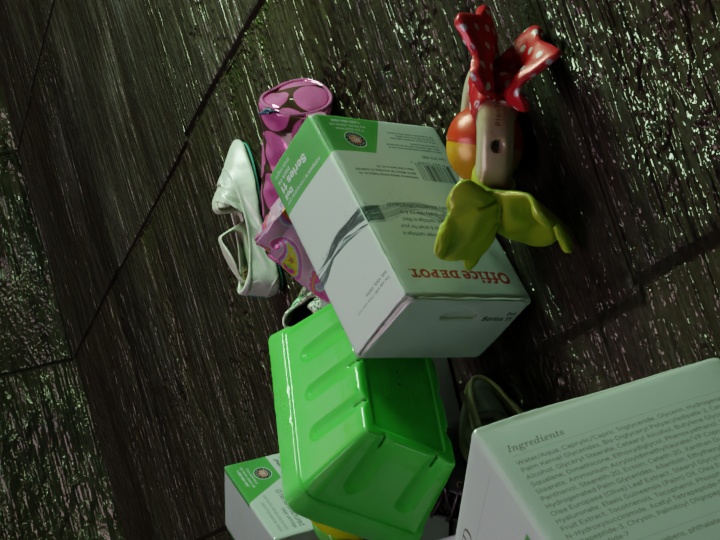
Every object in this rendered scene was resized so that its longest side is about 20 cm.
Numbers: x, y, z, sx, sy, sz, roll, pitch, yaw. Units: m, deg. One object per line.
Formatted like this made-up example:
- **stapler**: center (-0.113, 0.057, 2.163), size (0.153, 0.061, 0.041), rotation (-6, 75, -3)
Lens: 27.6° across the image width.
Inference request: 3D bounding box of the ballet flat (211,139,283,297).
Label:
- **ballet flat**: center (-0.149, -0.062, 1.822), size (0.069, 0.069, 0.202), rotation (159, 97, -68)

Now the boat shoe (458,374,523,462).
- **boat shoe**: center (0.138, 0.163, 1.237), size (0.201, 0.073, 0.064), rotation (-124, 23, -56)

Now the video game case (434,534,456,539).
- **video game case**: center (0.104, 0.304, 1.159), size (0.181, 0.023, 0.202), rotation (-23, 62, 35)

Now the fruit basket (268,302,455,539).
- **fruit basket**: center (-0.015, 0.155, 1.258), size (0.215, 0.155, 0.217), rotation (-41, 36, 40)

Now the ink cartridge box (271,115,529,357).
- **ink cartridge box**: center (0.032, -0.027, 1.240), size (0.083, 0.146, 0.201), rotation (-52, 51, 35)

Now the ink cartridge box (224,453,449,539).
- **ink cartridge box**: center (-0.024, 0.248, 1.517), size (0.147, 0.198, 0.084), rotation (42, 137, 54)

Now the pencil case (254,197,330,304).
- **pencil case**: center (0.000, 0.000, 1.343), size (0.199, 0.088, 0.087), rotation (37, 158, -7)

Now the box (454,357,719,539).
- **box**: center (0.183, 0.201, 0.968), size (0.172, 0.198, 0.200), rotation (-123, 28, -43)

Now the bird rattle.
- **bird rattle**: center (0.095, -0.104, 1.153), size (0.163, 0.111, 0.202), rotation (-139, 40, -81)

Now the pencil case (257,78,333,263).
- **pencil case**: center (-0.066, -0.098, 1.573), size (0.093, 0.090, 0.202), rotation (33, 137, 41)

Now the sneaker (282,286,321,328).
- **sneaker**: center (-0.051, 0.039, 1.606), size (0.200, 0.088, 0.078), rotation (156, 99, -69)

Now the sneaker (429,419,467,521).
- **sneaker**: center (0.103, 0.211, 1.300), size (0.200, 0.105, 0.075), rotation (-134, 36, -52)

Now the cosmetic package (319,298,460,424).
- **cosmetic package**: center (0.031, 0.095, 1.441), size (0.107, 0.089, 0.202), rotation (159, 100, -66)
